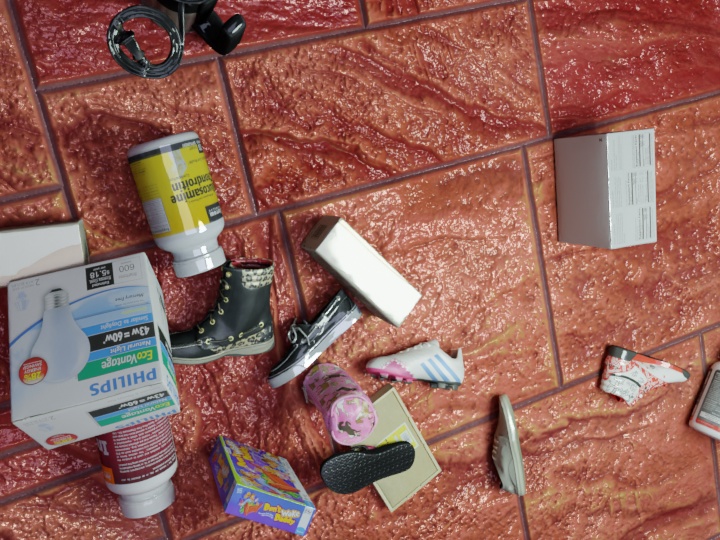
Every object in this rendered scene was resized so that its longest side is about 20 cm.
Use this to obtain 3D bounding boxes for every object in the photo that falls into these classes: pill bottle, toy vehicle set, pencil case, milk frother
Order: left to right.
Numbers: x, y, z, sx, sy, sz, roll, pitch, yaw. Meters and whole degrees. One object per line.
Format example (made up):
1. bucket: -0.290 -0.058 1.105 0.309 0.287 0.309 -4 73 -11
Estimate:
1. pill bottle: -0.347 0.268 1.036 0.110 0.113 0.205 -11 100 -18
2. milk frother: -0.276 -0.369 0.944 0.197 0.188 0.184 -27 104 -14
3. pill bottle: -0.272 -0.099 1.019 0.110 0.112 0.205 -19 103 -16
4. pencil case: -0.037 0.214 1.097 0.086 0.200 0.083 -40 106 -9
5. toy vehicle set: 0.055 0.327 1.237 0.123 0.026 0.203 -33 106 -13
6. pill bottle: 0.808 0.270 1.458 0.114 0.116 0.204 24 89 -21

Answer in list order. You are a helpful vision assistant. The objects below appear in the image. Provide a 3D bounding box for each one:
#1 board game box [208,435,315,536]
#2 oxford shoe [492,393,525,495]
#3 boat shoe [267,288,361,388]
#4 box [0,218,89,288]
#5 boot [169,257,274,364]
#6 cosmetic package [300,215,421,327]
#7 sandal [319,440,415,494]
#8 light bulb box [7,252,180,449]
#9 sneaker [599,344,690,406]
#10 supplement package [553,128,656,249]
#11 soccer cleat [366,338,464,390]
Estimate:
1. board game box: -0.162 0.338 1.066 0.132 0.199 0.046 26 88 -21
2. oxford shoe: 0.283 0.343 1.305 0.056 0.075 0.205 -7 99 18
3. boat shoe: -0.090 0.112 1.133 0.198 0.074 0.068 -41 100 -4
4. box: -0.497 -0.022 0.957 0.195 0.095 0.080 -9 100 -17
5. boot: -0.228 0.061 1.057 0.199 0.073 0.157 -4 115 -26
6. cosmetic package: 0.000 0.000 1.136 0.199 0.103 0.074 42 82 -20
7. sandal: 0.009 0.343 1.190 0.196 0.045 0.077 -2 104 -34
8. light bulb box: -0.369 0.110 0.933 0.194 0.126 0.203 -14 63 -10
9. sneaker: 0.590 0.233 1.401 0.197 0.067 0.110 17 92 -18
10. supplement package: 0.455 -0.154 1.255 0.108 0.155 0.205 -8 99 -19
11. soccer cleat: 0.101 0.164 1.220 0.196 0.070 0.089 12 77 -23
